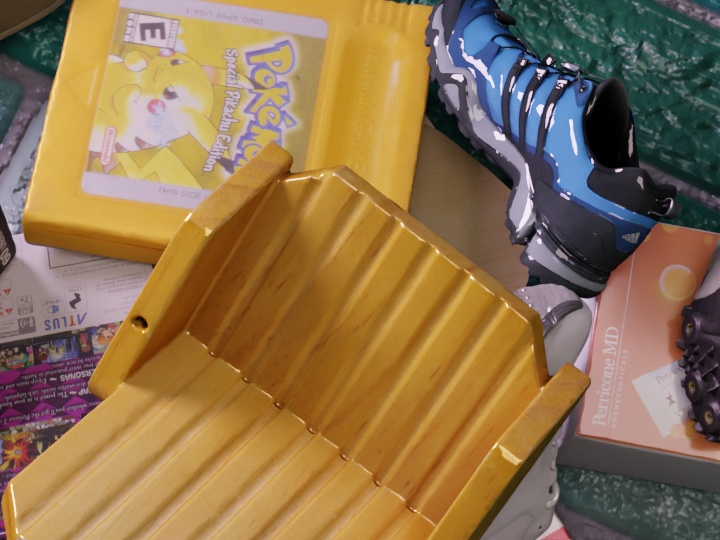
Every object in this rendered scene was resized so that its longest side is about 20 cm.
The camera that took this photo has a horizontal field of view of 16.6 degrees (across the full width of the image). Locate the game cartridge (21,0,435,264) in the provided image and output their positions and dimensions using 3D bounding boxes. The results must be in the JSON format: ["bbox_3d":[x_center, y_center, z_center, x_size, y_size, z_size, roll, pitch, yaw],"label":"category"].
[{"bbox_3d":[-0.066,-0.080,1.322,0.200,0.032,0.176,8,63,2],"label":"game cartridge"}]

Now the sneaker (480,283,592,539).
[{"bbox_3d":[0.069,0.093,1.278,0.087,0.075,0.200,22,117,-18],"label":"sneaker"}]

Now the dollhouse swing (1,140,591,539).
[{"bbox_3d":[-0.039,0.077,1.162,0.200,0.176,0.182,38,119,10],"label":"dollhouse swing"}]

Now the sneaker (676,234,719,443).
[{"bbox_3d":[0.214,-0.007,1.263,0.072,0.072,0.200,16,82,-28],"label":"sneaker"}]

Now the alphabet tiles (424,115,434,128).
[{"bbox_3d":[-0.059,-0.051,1.369,0.200,0.015,0.196,-35,87,-11],"label":"alphabet tiles"}]

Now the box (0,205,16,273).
[{"bbox_3d":[-0.280,0.009,1.230,0.106,0.122,0.200,24,62,23],"label":"box"}]

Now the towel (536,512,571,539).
[{"bbox_3d":[0.027,0.139,1.337,0.144,0.023,0.200,-30,83,-10],"label":"towel"}]

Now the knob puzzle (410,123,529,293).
[{"bbox_3d":[0.000,0.000,1.342,0.220,0.030,0.220,2,74,-7],"label":"knob puzzle"}]

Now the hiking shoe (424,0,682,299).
[{"bbox_3d":[0.104,-0.082,1.299,0.087,0.074,0.200,-41,57,26],"label":"hiking shoe"}]

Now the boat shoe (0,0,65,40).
[{"bbox_3d":[-0.259,-0.144,1.345,0.200,0.075,0.068,-23,62,-8],"label":"boat shoe"}]

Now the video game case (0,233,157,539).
[{"bbox_3d":[-0.194,0.066,1.282,0.200,0.036,0.181,-11,57,-2],"label":"video game case"}]

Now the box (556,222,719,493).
[{"bbox_3d":[0.213,0.055,1.331,0.200,0.097,0.124,10,77,-3],"label":"box"}]
